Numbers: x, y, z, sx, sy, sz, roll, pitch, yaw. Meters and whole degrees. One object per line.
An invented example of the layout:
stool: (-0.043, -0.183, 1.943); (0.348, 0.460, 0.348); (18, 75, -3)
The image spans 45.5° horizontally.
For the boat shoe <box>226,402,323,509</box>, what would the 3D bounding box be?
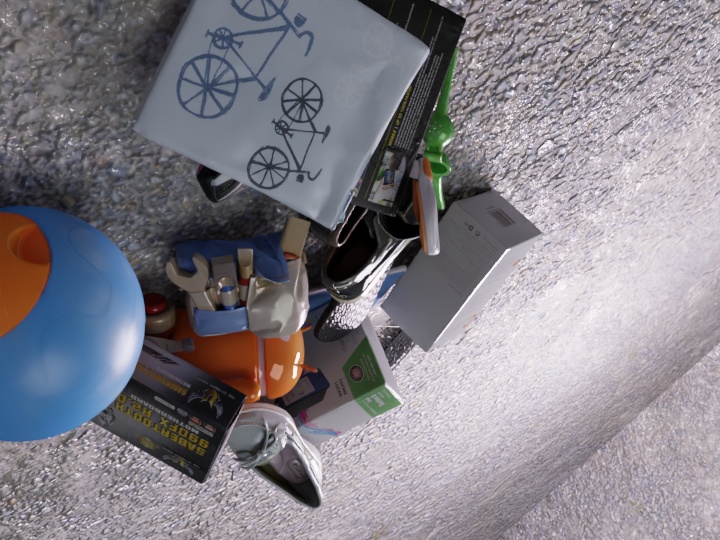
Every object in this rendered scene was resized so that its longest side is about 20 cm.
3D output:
boat shoe: (-0.101, 0.223, 1.035); (0.074, 0.065, 0.202); (-27, 136, 6)

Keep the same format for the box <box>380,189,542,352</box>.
box: (0.139, 0.000, 1.194); (0.124, 0.097, 0.200); (-20, 149, -54)

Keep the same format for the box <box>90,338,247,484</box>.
box: (-0.232, 0.137, 0.923); (0.048, 0.199, 0.159); (-60, 180, -38)

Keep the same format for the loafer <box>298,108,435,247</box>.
loafer: (0.020, -0.106, 0.956); (0.200, 0.063, 0.072); (-46, 146, -3)

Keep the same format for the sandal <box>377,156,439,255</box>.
sandal: (0.046, -0.067, 0.879); (0.059, 0.207, 0.080); (-4, 105, 3)

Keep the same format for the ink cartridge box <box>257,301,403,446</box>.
ink cartridge box: (-0.066, 0.145, 1.133); (0.199, 0.146, 0.088); (-27, 149, 8)

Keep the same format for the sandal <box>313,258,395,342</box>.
sandal: (0.000, 0.000, 1.064); (0.200, 0.045, 0.075); (-58, 151, -5)

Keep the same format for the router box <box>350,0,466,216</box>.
router box: (-0.001, -0.164, 0.791); (0.149, 0.051, 0.201); (14, 101, -38)

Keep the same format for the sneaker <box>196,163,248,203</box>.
sneaker: (-0.059, -0.113, 0.844); (0.199, 0.080, 0.087); (-30, 119, -8)

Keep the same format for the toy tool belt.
toy tool belt: (-0.151, 0.003, 0.925); (0.199, 0.125, 0.123); (-8, 124, -14)

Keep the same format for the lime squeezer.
lime squeezer: (0.085, -0.142, 0.959); (0.038, 0.071, 0.201); (2, 124, 2)

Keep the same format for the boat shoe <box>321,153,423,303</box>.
boat shoe: (0.021, -0.056, 1.001); (0.200, 0.072, 0.068); (-57, 153, -9)

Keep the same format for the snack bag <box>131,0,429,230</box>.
snack bag: (-0.061, -0.157, 0.718); (0.199, 0.021, 0.189); (26, 98, -17)

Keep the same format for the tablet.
tablet: (-0.042, 0.043, 1.154); (0.199, 0.014, 0.130); (-13, 158, -32)

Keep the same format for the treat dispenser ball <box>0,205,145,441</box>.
treat dispenser ball: (-0.289, 0.046, 0.742); (0.200, 0.201, 0.201); (-26, 149, -17)

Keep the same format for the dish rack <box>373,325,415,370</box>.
dish rack: (0.010, 0.144, 1.335); (0.200, 0.055, 0.154); (6, 131, -50)

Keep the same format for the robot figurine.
robot figurine: (-0.152, 0.095, 1.002); (0.199, 0.117, 0.144); (-3, 174, -6)
